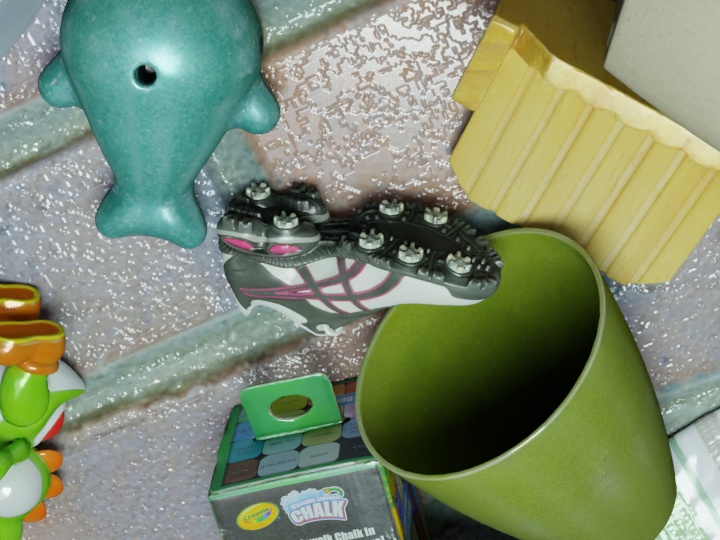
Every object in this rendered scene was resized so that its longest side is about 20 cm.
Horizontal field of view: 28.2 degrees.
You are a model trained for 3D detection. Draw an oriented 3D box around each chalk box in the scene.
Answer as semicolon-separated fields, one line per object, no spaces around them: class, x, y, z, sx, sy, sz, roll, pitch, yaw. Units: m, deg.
chalk box;-0.028;0.158;1.007;0.123;0.124;0.202;-12;111;8

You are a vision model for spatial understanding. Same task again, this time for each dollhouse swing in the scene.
dollhouse swing;0.140;-0.054;0.855;0.199;0.182;0.177;29;120;0

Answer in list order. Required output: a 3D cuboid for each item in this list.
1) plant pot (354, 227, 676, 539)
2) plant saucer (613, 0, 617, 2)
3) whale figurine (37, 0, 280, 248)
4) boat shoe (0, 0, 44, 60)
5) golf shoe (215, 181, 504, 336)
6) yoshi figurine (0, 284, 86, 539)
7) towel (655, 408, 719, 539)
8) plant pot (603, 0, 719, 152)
plant pot;0.127;0.106;0.963;0.186;0.188;0.200;-34;127;15
plant saucer;0.219;-0.141;0.909;0.198;0.050;0.202;1;113;2
whale figurine;-0.130;-0.102;0.908;0.157;0.104;0.202;9;113;-2
boat shoe;-0.223;-0.212;0.889;0.066;0.070;0.201;35;114;6
golf shoe;0.000;0.000;0.956;0.198;0.077;0.089;12;123;20
yoshi figurine;-0.271;0.115;1.012;0.111;0.112;0.202;18;116;11
towel;0.254;0.186;1.022;0.199;0.031;0.150;-33;80;12
plant pot;0.227;-0.161;0.713;0.175;0.201;0.201;18;126;5
